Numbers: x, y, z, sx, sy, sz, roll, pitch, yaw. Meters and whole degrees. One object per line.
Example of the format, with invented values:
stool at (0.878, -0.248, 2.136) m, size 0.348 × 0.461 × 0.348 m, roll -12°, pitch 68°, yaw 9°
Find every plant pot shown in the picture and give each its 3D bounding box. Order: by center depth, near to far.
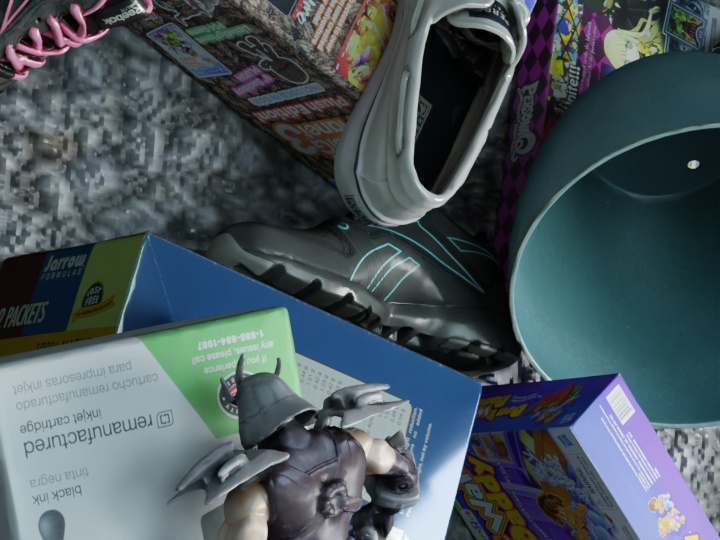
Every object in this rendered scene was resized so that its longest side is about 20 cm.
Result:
plant pot at (0.169, -0.037, 1.255) m, size 0.200 × 0.200 × 0.135 m, roll 33°, pitch 31°, yaw -28°

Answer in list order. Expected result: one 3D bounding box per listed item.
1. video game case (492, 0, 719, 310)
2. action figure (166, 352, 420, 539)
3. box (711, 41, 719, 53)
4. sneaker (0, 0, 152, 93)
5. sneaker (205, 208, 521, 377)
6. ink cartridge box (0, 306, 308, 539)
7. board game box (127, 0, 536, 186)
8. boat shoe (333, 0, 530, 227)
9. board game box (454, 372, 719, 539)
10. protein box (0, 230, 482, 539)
video game case at (0.162, -0.063, 1.370) m, size 0.180 × 0.036 × 0.202 m, roll 16°, pitch 75°, yaw -34°
action figure at (-0.014, 0.127, 0.936) m, size 0.130 × 0.069 × 0.201 m, roll -23°, pitch 95°, yaw -31°
box at (0.286, -0.073, 1.423) m, size 0.161 × 0.049 × 0.201 m, roll -39°, pitch 117°, yaw -46°
sneaker at (-0.143, -0.127, 1.085) m, size 0.201 × 0.095 × 0.079 m, roll -56°, pitch 160°, yaw 6°
sneaker at (0.000, 0.000, 1.236) m, size 0.199 × 0.075 × 0.080 m, roll 18°, pitch 63°, yaw -41°
ink cartridge box at (-0.089, 0.127, 0.972) m, size 0.145 × 0.084 × 0.202 m, roll -12°, pitch 92°, yaw -36°
board game box at (-0.017, -0.160, 1.215) m, size 0.200 × 0.097 × 0.160 m, roll 37°, pitch 65°, yaw -27°
boat shoe at (0.049, -0.115, 1.156) m, size 0.072 × 0.066 × 0.201 m, roll 37°, pitch 66°, yaw -27°
board game box at (0.129, 0.150, 1.262) m, size 0.045 × 0.134 × 0.201 m, roll -43°, pitch 109°, yaw -31°
protein box at (-0.079, 0.113, 1.116) m, size 0.199 × 0.135 × 0.200 m, roll 25°, pitch 71°, yaw -31°
